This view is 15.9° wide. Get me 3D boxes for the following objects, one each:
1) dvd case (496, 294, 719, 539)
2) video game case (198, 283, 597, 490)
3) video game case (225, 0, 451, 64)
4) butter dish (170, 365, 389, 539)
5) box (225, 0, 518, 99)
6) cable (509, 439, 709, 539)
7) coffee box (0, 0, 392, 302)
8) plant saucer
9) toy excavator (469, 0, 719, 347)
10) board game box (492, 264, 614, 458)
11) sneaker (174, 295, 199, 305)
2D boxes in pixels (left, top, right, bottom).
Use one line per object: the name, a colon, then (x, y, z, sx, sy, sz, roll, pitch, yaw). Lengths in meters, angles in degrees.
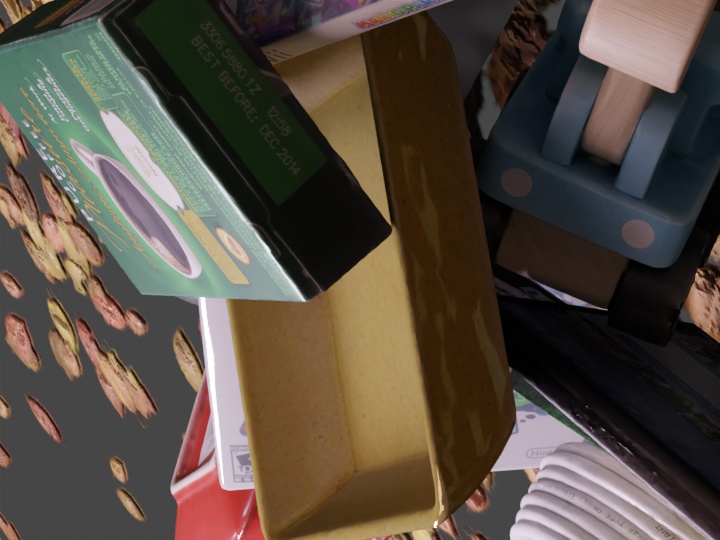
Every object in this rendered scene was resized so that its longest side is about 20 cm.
dvd case: (0.136, 0.062, 0.992, 0.143, 0.018, 0.200, 40, -164, 27)
video game case: (0.030, 0.022, 1.126, 0.024, 0.199, 0.183, -95, 1, -47)
video game case: (0.025, -0.154, 0.845, 0.200, 0.018, 0.144, -14, 66, 50)
butter dish: (-0.002, 0.069, 1.312, 0.147, 0.200, 0.200, 19, 165, -10)
box: (-0.047, -0.138, 1.118, 0.200, 0.098, 0.124, 26, 176, 45)
cable: (0.151, 0.150, 1.115, 0.200, 0.069, 0.200, 36, 172, 32)
coffee box: (-0.071, -0.048, 0.937, 0.123, 0.044, 0.200, 53, 164, -12)
plant saucer: (0.000, 0.000, 0.965, 0.200, 0.048, 0.201, 155, 107, -68)
toy excavator: (0.097, -0.070, 0.926, 0.100, 0.195, 0.201, 23, 124, 8)
board game box: (0.121, 0.062, 1.036, 0.200, 0.024, 0.105, 34, -168, 0)
sneaker: (-0.052, -0.063, 1.199, 0.084, 0.200, 0.075, 10, 136, 5)
